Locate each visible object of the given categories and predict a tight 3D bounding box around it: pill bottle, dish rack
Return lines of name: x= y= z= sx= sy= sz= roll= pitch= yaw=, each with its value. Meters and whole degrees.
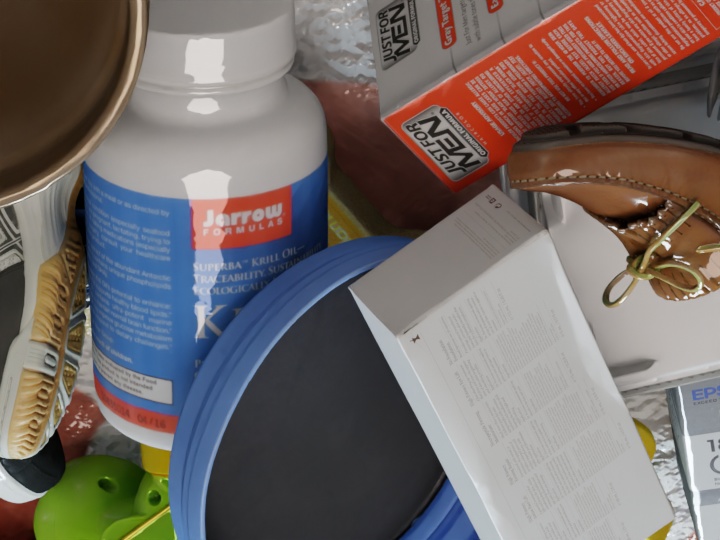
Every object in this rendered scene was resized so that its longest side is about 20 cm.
pill bottle: x=-0.070 y=-0.028 z=1.304 sx=0.112 sy=0.112 sz=0.201 roll=-3 pitch=117 yaw=-3
dish rack: x=0.169 y=-0.023 z=1.346 sx=0.199 sy=0.044 sz=0.172 roll=-12 pitch=113 yaw=-10

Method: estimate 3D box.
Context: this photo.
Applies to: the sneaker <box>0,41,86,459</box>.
sneaker: x=-0.170 y=-0.014 z=1.301 sx=0.087 sy=0.201 sz=0.076 roll=2 pitch=168 yaw=4

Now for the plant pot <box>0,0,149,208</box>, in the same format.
plant pot: x=-0.188 y=-0.130 z=1.224 sx=0.200 sy=0.093 sz=0.201 roll=0 pitch=121 yaw=0

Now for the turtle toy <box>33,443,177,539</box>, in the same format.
turtle toy: x=-0.070 y=0.129 z=1.471 sx=0.199 sy=0.101 sz=0.146 roll=-2 pitch=102 yaw=5

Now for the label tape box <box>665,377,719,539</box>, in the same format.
label tape box: x=0.226 y=0.046 z=1.456 sx=0.144 sy=0.063 sz=0.200 roll=-11 pitch=132 yaw=4

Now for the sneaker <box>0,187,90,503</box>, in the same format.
sneaker: x=-0.153 y=0.031 z=1.397 sx=0.112 sy=0.073 sz=0.200 roll=-14 pitch=130 yaw=9

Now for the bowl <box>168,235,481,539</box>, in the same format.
bowl: x=-0.002 y=0.077 z=1.309 sx=0.200 sy=0.039 sz=0.201 roll=-20 pitch=124 yaw=-33

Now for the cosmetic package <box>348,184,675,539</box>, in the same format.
cosmetic package: x=0.070 y=0.061 z=1.294 sx=0.082 sy=0.051 sz=0.200 roll=-36 pitch=132 yaw=-11

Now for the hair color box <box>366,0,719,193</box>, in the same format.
hair color box: x=0.101 y=-0.130 z=1.260 sx=0.200 sy=0.102 sz=0.061 roll=-30 pitch=129 yaw=21

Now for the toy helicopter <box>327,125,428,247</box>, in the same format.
toy helicopter: x=0.000 y=0.000 z=1.402 sx=0.132 sy=0.079 sz=0.200 roll=-24 pitch=120 yaw=28

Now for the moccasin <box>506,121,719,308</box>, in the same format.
moccasin: x=0.146 y=-0.016 z=1.265 sx=0.201 sy=0.078 sz=0.074 roll=19 pitch=172 yaw=-39

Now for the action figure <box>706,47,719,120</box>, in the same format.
action figure: x=0.238 y=-0.097 z=1.284 sx=0.200 sy=0.069 sz=0.130 roll=24 pitch=99 yaw=-8

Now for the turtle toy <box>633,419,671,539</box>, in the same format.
turtle toy: x=0.091 y=0.158 z=1.497 sx=0.101 sy=0.146 sz=0.200 roll=17 pitch=154 yaw=23
